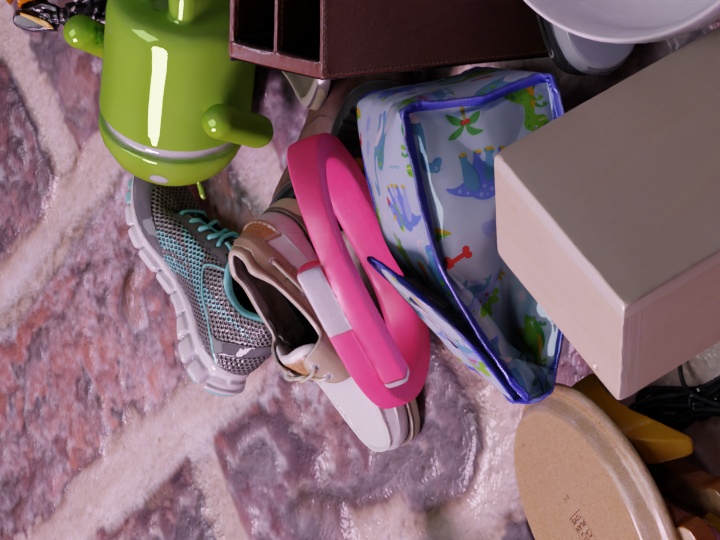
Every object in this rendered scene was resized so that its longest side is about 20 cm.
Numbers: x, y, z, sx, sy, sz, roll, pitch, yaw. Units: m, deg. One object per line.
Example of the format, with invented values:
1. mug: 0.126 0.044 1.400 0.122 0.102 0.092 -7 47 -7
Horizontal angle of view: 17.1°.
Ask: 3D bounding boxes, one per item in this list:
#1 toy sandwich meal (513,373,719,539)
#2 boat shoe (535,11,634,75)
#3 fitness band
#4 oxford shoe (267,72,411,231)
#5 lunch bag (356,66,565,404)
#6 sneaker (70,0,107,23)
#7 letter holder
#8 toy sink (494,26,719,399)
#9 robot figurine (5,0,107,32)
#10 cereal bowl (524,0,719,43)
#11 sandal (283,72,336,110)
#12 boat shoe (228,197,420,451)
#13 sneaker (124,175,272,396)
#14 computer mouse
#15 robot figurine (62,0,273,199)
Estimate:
1. toy sandwich meal: 0.172 0.152 1.513 0.205 0.070 0.206 51 154 37
2. boat shoe: 0.129 -0.219 1.506 0.066 0.069 0.202 166 91 -71
3. fitness band: 0.000 0.000 1.635 0.037 0.144 0.201 -18 121 16
4. oxford shoe: -0.012 -0.092 1.720 0.200 0.072 0.085 -51 36 47
5. lunch bag: 0.072 -0.023 1.535 0.170 0.127 0.201 -142 38 -78
6. sneaker: -0.197 -0.263 1.904 0.079 0.074 0.201 -44 63 41
7. letter holder: 0.025 -0.206 1.526 0.100 0.199 0.143 18 111 49
8. toy sink: 0.195 -0.040 1.398 0.131 0.199 0.112 51 163 30
9. robot figurine: -0.206 -0.269 1.848 0.199 0.058 0.146 -21 78 12
10. cereal bowl: 0.172 -0.233 1.405 0.199 0.083 0.202 4 98 32
11. sandal: -0.050 -0.172 1.694 0.080 0.057 0.201 -65 25 14
12. boat shoe: -0.031 0.051 1.716 0.075 0.068 0.201 -18 106 52
13. sneaker: -0.113 -0.008 1.866 0.091 0.077 0.201 -35 73 33
14. computer mouse: 0.191 0.003 1.482 0.140 0.046 0.202 -12 88 54
15. robot figurine: -0.137 -0.151 1.805 0.175 0.115 0.201 31 132 26
